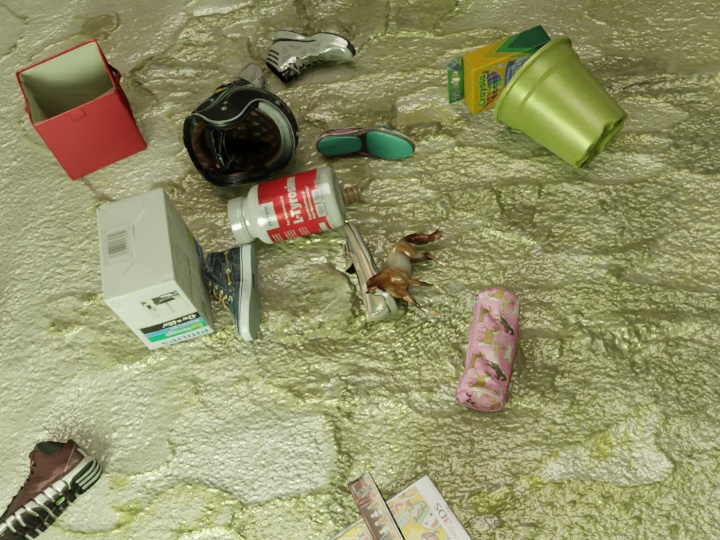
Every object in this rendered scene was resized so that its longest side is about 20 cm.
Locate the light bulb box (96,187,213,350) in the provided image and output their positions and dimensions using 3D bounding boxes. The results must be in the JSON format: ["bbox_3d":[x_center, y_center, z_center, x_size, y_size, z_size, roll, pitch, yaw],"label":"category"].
[{"bbox_3d":[-0.356,0.001,1.382,0.124,0.200,0.199,-16,58,1],"label":"light bulb box"}]

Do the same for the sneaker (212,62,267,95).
[{"bbox_3d":[-0.259,-0.361,1.650,0.078,0.082,0.200,16,63,17],"label":"sneaker"}]

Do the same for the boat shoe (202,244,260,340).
[{"bbox_3d":[-0.232,0.044,1.419,0.091,0.071,0.201,-10,52,4],"label":"boat shoe"}]

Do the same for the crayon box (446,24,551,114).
[{"bbox_3d":[0.272,-0.389,1.557,0.199,0.126,0.052,-22,59,-4],"label":"crayon box"}]

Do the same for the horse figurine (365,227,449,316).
[{"bbox_3d":[0.087,-0.003,1.372,0.132,0.050,0.200,19,47,0],"label":"horse figurine"}]

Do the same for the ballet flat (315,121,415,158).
[{"bbox_3d":[0.011,-0.262,1.565,0.199,0.069,0.071,0,40,10],"label":"ballet flat"}]

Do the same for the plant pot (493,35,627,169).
[{"bbox_3d":[0.382,-0.295,1.464,0.200,0.200,0.184,-39,74,-14],"label":"plant pot"}]

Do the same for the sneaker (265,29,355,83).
[{"bbox_3d":[-0.112,-0.446,1.693,0.200,0.076,0.116,12,71,24],"label":"sneaker"}]

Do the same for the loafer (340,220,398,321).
[{"bbox_3d":[0.000,0.000,1.407,0.063,0.072,0.200,-28,62,0],"label":"loafer"}]

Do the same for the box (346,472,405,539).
[{"bbox_3d":[0.050,0.393,1.098,0.040,0.137,0.200,-27,60,-5],"label":"box"}]

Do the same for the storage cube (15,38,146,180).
[{"bbox_3d":[-0.567,-0.328,1.622,0.200,0.180,0.171,-25,59,-7],"label":"storage cube"}]

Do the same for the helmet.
[{"bbox_3d":[-0.222,-0.263,1.526,0.190,0.200,0.200,-30,57,-33],"label":"helmet"}]

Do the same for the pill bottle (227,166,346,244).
[{"bbox_3d":[-0.134,-0.113,1.439,0.199,0.112,0.113,-14,58,7],"label":"pill bottle"}]

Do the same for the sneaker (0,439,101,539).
[{"bbox_3d":[-0.531,0.354,1.285,0.200,0.076,0.115,-38,56,-25],"label":"sneaker"}]

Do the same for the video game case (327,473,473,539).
[{"bbox_3d":[0.068,0.431,1.166,0.200,0.023,0.182,-32,60,-10],"label":"video game case"}]

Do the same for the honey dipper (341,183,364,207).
[{"bbox_3d":[-0.092,-0.116,1.508,0.199,0.038,0.038,-20,59,0],"label":"honey dipper"}]

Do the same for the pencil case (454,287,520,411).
[{"bbox_3d":[0.209,0.129,1.288,0.086,0.083,0.201,7,62,12],"label":"pencil case"}]
